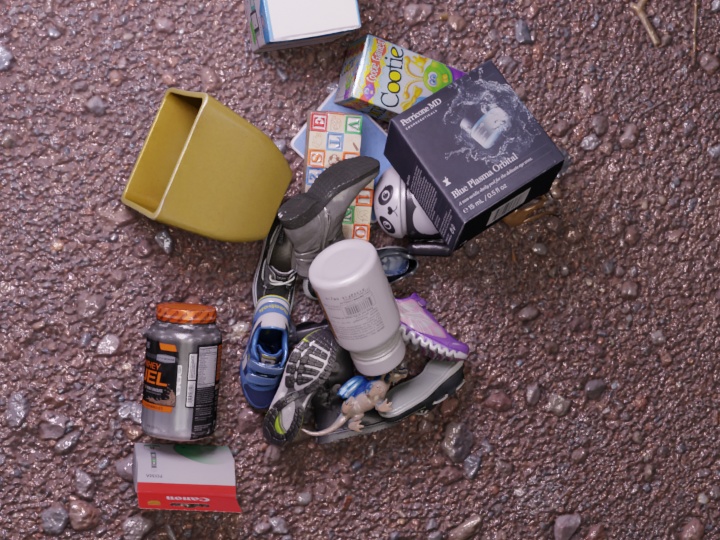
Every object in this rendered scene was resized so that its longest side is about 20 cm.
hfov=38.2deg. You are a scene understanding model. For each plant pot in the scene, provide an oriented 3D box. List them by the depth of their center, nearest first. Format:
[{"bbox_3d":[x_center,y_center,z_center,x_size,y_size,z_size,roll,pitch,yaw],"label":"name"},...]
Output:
[{"bbox_3d":[-0.224,-0.145,1.605,0.198,0.195,0.197,25,89,-31],"label":"plant pot"}]

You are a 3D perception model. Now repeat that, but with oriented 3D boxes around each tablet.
[{"bbox_3d":[-0.008,-0.192,1.742,0.200,0.014,0.131,42,85,-14],"label":"tablet"}]

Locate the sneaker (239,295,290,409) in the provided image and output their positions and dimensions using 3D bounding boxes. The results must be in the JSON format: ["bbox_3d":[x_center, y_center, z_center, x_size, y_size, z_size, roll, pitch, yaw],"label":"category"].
[{"bbox_3d":[-0.155,0.145,1.685,0.072,0.083,0.204,4,115,-11],"label":"sneaker"}]

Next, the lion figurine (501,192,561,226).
[{"bbox_3d":[0.246,-0.126,1.788,0.122,0.073,0.200,-37,112,20],"label":"lion figurine"}]

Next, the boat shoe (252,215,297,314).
[{"bbox_3d":[-0.136,0.000,1.696,0.071,0.071,0.205,1,98,-16],"label":"boat shoe"}]

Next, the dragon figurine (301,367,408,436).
[{"bbox_3d":[-0.001,0.211,1.695,0.199,0.100,0.059,-36,103,4],"label":"dragon figurine"}]

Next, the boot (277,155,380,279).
[{"bbox_3d":[-0.040,-0.084,1.654,0.199,0.067,0.132,-36,130,-20],"label":"boot"}]

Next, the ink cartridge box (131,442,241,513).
[{"bbox_3d":[-0.273,0.321,1.626,0.158,0.200,0.051,6,94,-16],"label":"ink cartridge box"}]

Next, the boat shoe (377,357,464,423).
[{"bbox_3d":[0.110,0.210,1.760,0.198,0.075,0.061,-31,120,-31],"label":"boat shoe"}]

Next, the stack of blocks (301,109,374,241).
[{"bbox_3d":[-0.036,-0.155,1.700,0.113,0.059,0.205,3,101,-10],"label":"stack of blocks"}]

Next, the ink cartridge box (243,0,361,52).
[{"bbox_3d":[-0.098,-0.425,1.597,0.143,0.200,0.150,-12,99,-12],"label":"ink cartridge box"}]

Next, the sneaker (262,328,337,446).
[{"bbox_3d":[-0.100,0.182,1.689,0.073,0.081,0.202,29,97,-6],"label":"sneaker"}]

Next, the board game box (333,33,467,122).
[{"bbox_3d":[0.071,-0.296,1.699,0.196,0.105,0.105,17,88,-18],"label":"board game box"}]

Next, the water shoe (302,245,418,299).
[{"bbox_3d":[0.000,0.000,1.730,0.196,0.079,0.073,-17,100,-13],"label":"water shoe"}]

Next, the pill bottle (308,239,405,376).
[{"bbox_3d":[0.001,0.063,1.636,0.113,0.114,0.202,-29,124,-10],"label":"pill bottle"}]

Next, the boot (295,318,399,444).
[{"bbox_3d":[-0.017,0.174,1.757,0.162,0.066,0.204,-13,95,-15],"label":"boot"}]

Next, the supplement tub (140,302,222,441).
[{"bbox_3d":[-0.282,0.158,1.647,0.120,0.122,0.205,4,94,-15],"label":"supplement tub"}]

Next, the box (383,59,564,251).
[{"bbox_3d":[0.170,-0.175,1.587,0.195,0.118,0.202,-31,75,-14],"label":"box"}]

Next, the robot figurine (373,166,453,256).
[{"bbox_3d":[0.119,-0.114,1.695,0.195,0.125,0.153,-1,64,7],"label":"robot figurine"}]

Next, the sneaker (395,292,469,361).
[{"bbox_3d":[0.098,0.088,1.755,0.197,0.081,0.090,24,75,2],"label":"sneaker"}]
